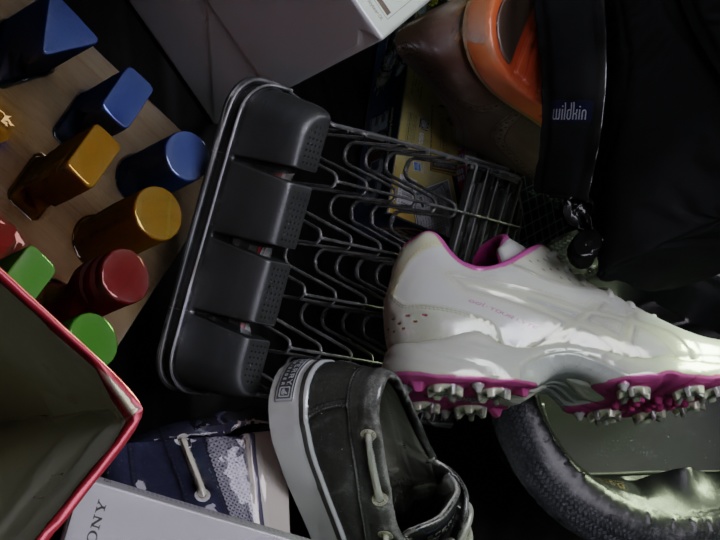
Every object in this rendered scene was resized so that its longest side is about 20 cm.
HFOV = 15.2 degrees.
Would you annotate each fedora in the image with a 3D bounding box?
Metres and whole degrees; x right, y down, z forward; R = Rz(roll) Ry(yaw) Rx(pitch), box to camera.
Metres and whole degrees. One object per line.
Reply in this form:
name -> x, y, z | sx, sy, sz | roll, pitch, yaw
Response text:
fedora -> 0.138, 0.070, 1.413 | 0.200, 0.092, 0.201 | 8, 72, -26

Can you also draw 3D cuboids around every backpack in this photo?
backpack -> 0.163, -0.103, 1.321 | 0.127, 0.166, 0.201 | 33, 39, -61

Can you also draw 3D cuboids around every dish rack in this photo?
dish rack -> 0.000, 0.000, 1.324 | 0.200, 0.054, 0.154 | 12, 95, -50

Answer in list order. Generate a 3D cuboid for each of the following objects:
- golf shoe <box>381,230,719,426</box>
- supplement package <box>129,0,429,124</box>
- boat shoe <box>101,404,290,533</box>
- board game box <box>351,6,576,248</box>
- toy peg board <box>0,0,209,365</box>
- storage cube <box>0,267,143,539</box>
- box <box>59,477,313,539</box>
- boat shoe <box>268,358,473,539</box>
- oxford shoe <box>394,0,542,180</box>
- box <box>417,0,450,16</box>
golf shoe -> 0.101, 0.026, 1.310 | 0.199, 0.075, 0.092 | 5, 69, -28
supplement package -> -0.054, -0.198, 1.309 | 0.111, 0.156, 0.200 | -41, 102, -34
boat shoe -> -0.078, 0.165, 1.253 | 0.092, 0.075, 0.201 | -3, 77, -23
board game box -> 0.070, -0.096, 1.449 | 0.135, 0.035, 0.201 | 22, 65, -30
toy peg board -> -0.159, -0.047, 1.227 | 0.200, 0.098, 0.199 | 44, 56, -19
storage cube -> -0.228, 0.066, 1.075 | 0.200, 0.180, 0.171 | 43, 67, -18
box -> -0.051, 0.186, 1.204 | 0.199, 0.036, 0.145 | 16, 86, -4
boat shoe -> 0.018, 0.121, 1.284 | 0.200, 0.063, 0.071 | 65, 34, -41
oxford shoe -> 0.093, -0.081, 1.401 | 0.200, 0.073, 0.071 | 44, 51, -41
box -> 0.140, -0.172, 1.429 | 0.199, 0.040, 0.137 | 14, 90, -23
